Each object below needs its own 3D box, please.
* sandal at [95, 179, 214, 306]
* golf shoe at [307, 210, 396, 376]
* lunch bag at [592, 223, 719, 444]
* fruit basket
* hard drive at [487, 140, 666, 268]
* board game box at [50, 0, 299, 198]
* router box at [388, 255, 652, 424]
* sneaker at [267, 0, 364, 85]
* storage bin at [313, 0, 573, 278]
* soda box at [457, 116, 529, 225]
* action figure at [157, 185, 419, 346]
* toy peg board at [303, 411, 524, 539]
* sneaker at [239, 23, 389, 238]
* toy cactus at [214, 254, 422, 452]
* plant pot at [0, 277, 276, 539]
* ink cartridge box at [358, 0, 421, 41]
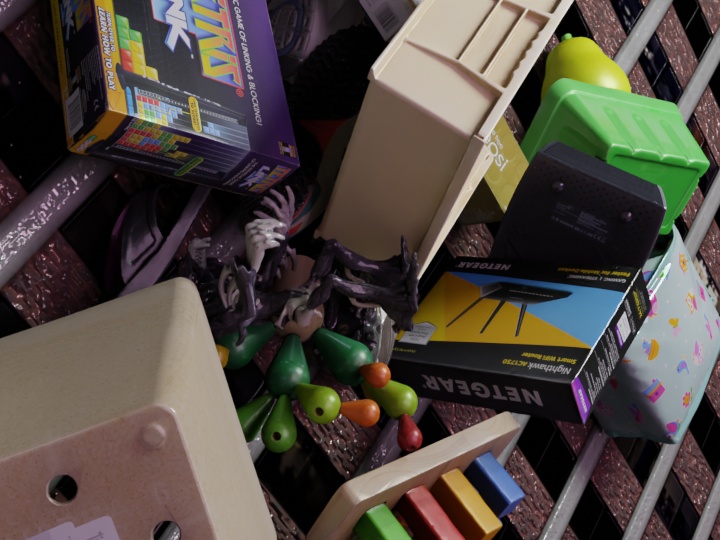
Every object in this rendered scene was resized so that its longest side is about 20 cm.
[{"bbox_3d":[-0.162,-0.014,0.805,0.048,0.075,0.202,38,59,-15],"label":"sandal"},{"bbox_3d":[0.000,0.000,0.974,0.094,0.077,0.203,42,51,-62],"label":"golf shoe"},{"bbox_3d":[0.314,0.058,1.238,0.201,0.121,0.171,-51,119,-29],"label":"lunch bag"},{"bbox_3d":[0.243,-0.145,1.195,0.214,0.216,0.157,-4,129,-45],"label":"fruit basket"},{"bbox_3d":[0.194,-0.025,1.041,0.043,0.133,0.201,-59,169,-38],"label":"hard drive"},{"bbox_3d":[-0.136,-0.165,0.805,0.164,0.056,0.203,10,58,-43],"label":"board game box"},{"bbox_3d":[0.138,0.055,1.002,0.149,0.198,0.052,-50,128,-35],"label":"router box"},{"bbox_3d":[-0.031,-0.241,0.968,0.087,0.074,0.203,34,69,-51],"label":"sneaker"},{"bbox_3d":[0.064,-0.119,0.868,0.093,0.201,0.199,30,55,6],"label":"storage bin"},{"bbox_3d":[0.088,-0.142,1.069,0.068,0.063,0.201,-51,121,-34],"label":"soda box"},{"bbox_3d":[-0.060,-0.003,0.801,0.196,0.119,0.104,0,114,-4],"label":"action figure"},{"bbox_3d":[0.040,0.233,0.879,0.197,0.201,0.098,-14,55,-45],"label":"toy peg board"},{"bbox_3d":[-0.031,-0.109,0.924,0.070,0.094,0.201,29,74,9],"label":"sneaker"},{"bbox_3d":[-0.050,0.069,0.864,0.103,0.196,0.167,92,1,-53],"label":"toy cactus"},{"bbox_3d":[-0.155,0.139,0.661,0.197,0.177,0.203,-19,101,-10],"label":"plant pot"},{"bbox_3d":[0.045,-0.239,0.956,0.095,0.037,0.199,57,27,6],"label":"ink cartridge box"}]
